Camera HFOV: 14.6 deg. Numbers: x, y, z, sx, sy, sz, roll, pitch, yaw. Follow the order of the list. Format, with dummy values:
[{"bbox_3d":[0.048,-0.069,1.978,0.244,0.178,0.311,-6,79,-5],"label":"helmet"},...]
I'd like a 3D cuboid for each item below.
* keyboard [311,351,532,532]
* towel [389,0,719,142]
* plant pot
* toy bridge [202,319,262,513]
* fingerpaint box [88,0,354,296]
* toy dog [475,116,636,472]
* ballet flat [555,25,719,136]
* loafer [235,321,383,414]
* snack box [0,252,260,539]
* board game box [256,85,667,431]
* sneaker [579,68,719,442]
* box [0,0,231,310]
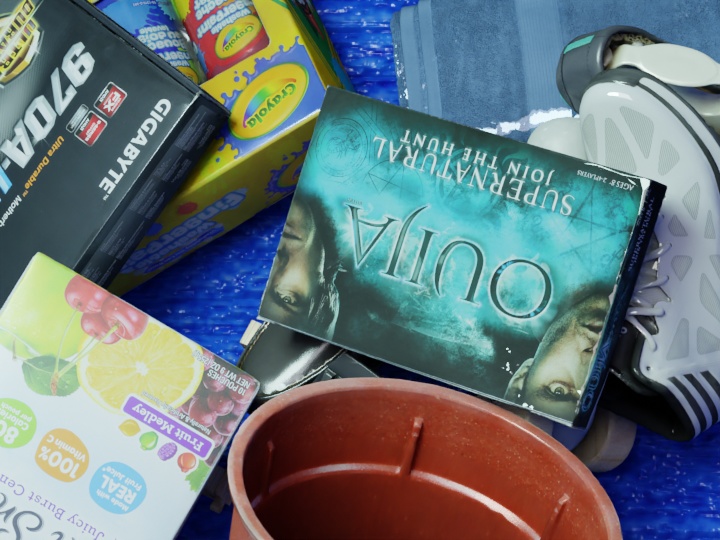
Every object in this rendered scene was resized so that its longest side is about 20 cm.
[{"bbox_3d":[0.040,0.142,1.520,0.200,0.127,0.021,38,42,19],"label":"keyboard"},{"bbox_3d":[0.119,-0.118,1.624,0.200,0.049,0.112,-9,68,12],"label":"towel"},{"bbox_3d":[0.010,0.192,1.429,0.201,0.201,0.195,31,124,23],"label":"plant pot"},{"bbox_3d":[-0.036,0.051,1.611,0.067,0.027,0.200,23,76,21],"label":"toy bridge"},{"bbox_3d":[-0.117,-0.102,1.642,0.200,0.073,0.167,-30,65,13],"label":"fingerpaint box"},{"bbox_3d":[0.094,0.025,1.550,0.096,0.132,0.200,-6,57,45],"label":"toy dog"},{"bbox_3d":[0.203,-0.081,1.532,0.200,0.073,0.073,24,76,-6],"label":"ballet flat"},{"bbox_3d":[0.000,0.000,1.565,0.073,0.072,0.200,38,80,30],"label":"loafer"},{"bbox_3d":[-0.162,0.112,1.493,0.142,0.053,0.200,31,79,-2],"label":"snack box"},{"bbox_3d":[0.051,-0.008,1.484,0.200,0.028,0.135,18,91,29],"label":"board game box"},{"bbox_3d":[0.153,-0.001,1.481,0.076,0.201,0.115,-10,22,41],"label":"sneaker"},{"bbox_3d":[-0.191,-0.056,1.586,0.159,0.046,0.200,38,94,26],"label":"box"}]
